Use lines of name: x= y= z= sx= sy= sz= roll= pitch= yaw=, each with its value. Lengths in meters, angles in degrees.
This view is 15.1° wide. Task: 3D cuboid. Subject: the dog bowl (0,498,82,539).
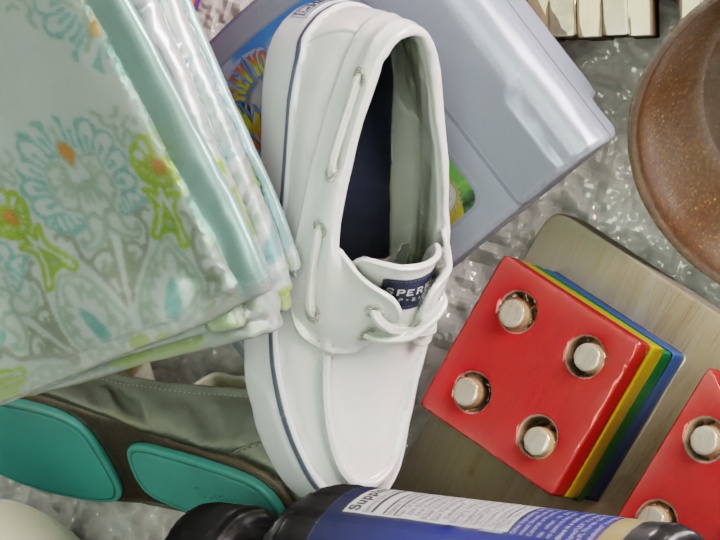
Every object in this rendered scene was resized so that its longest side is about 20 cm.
dog bowl: x=-0.121 y=0.191 z=1.080 sx=0.079 sy=0.200 sz=0.200 roll=-37 pitch=86 yaw=10

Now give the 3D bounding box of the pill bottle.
pill bottle: x=0.025 y=0.137 z=0.996 sx=0.200 sy=0.112 sz=0.112 roll=4 pitch=95 yaw=28

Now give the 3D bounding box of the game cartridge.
game cartridge: x=-0.007 y=-0.049 z=1.088 sx=0.200 sy=0.040 sz=0.133 roll=-41 pitch=81 yaw=34

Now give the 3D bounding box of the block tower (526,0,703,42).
block tower: x=0.118 y=-0.118 z=1.083 sx=0.200 sy=0.058 sz=0.054 roll=-1 pitch=94 yaw=11

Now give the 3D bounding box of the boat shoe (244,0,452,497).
boat shoe: x=0.000 y=0.000 z=1.025 sx=0.065 sy=0.074 sz=0.200 roll=16 pitch=116 yaw=50

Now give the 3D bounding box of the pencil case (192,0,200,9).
pencil case: x=-0.093 y=-0.150 z=1.036 sx=0.088 sy=0.088 sz=0.200 roll=26 pitch=134 yaw=9

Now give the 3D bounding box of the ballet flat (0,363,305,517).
ballet flat: x=-0.088 y=0.065 z=1.134 sx=0.200 sy=0.064 sz=0.067 roll=12 pitch=138 yaw=31

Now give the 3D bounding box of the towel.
towel: x=-0.128 y=-0.051 z=1.016 sx=0.171 sy=0.048 sz=0.200 roll=-18 pitch=101 yaw=32

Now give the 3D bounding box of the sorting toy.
sorting toy: x=0.094 y=0.108 z=1.065 sx=0.199 sy=0.070 sz=0.200 roll=35 pitch=100 yaw=27

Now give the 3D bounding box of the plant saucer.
plant saucer: x=0.203 y=-0.056 z=1.036 sx=0.200 sy=0.037 sz=0.200 roll=6 pitch=136 yaw=6
